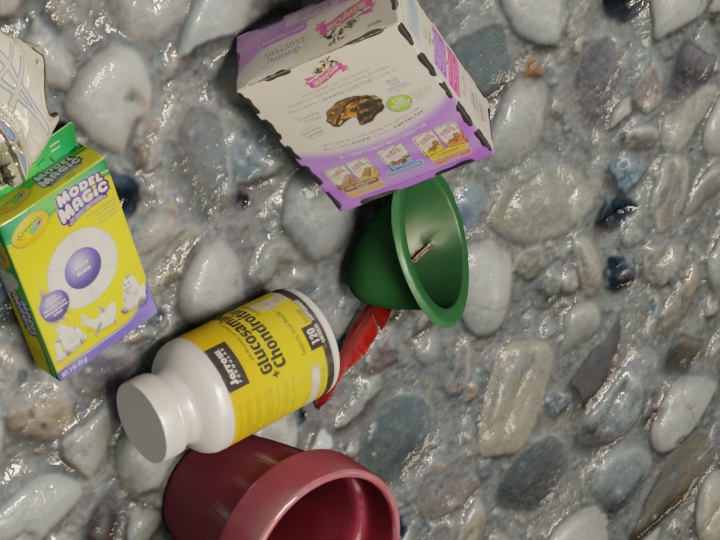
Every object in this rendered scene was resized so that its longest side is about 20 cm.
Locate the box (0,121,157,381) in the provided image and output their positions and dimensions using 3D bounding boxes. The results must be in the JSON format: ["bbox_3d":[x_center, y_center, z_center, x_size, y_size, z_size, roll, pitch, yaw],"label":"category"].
[{"bbox_3d":[-0.254,-0.017,1.566,0.117,0.048,0.201,-37,130,-26],"label":"box"}]

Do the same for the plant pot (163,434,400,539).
[{"bbox_3d":[-0.089,0.248,1.763,0.199,0.178,0.202,-21,123,-35],"label":"plant pot"}]

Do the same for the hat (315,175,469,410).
[{"bbox_3d":[0.000,0.000,1.846,0.166,0.175,0.202,47,38,-44],"label":"hat"}]

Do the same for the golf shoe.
[{"bbox_3d":[-0.298,-0.167,1.444,0.097,0.078,0.201,-52,145,-36],"label":"golf shoe"}]

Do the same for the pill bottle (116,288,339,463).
[{"bbox_3d":[-0.125,0.102,1.704,0.199,0.112,0.113,-27,127,-33],"label":"pill bottle"}]

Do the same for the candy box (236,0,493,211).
[{"bbox_3d":[0.005,-0.160,1.661,0.166,0.072,0.200,-19,140,21],"label":"candy box"}]
